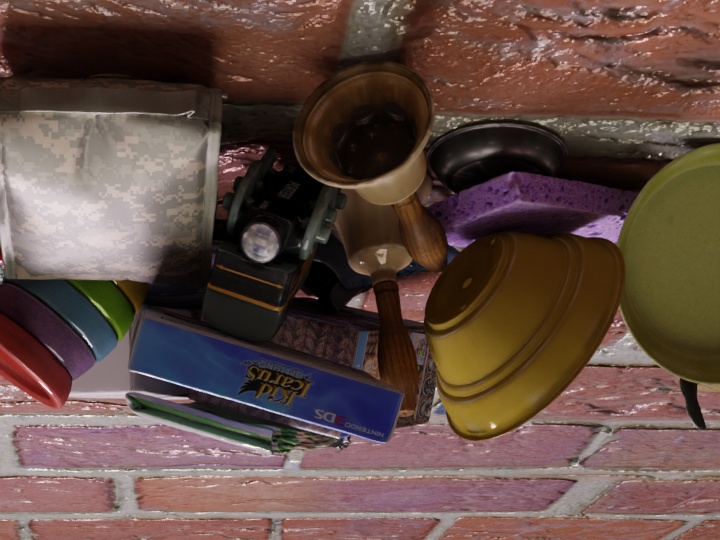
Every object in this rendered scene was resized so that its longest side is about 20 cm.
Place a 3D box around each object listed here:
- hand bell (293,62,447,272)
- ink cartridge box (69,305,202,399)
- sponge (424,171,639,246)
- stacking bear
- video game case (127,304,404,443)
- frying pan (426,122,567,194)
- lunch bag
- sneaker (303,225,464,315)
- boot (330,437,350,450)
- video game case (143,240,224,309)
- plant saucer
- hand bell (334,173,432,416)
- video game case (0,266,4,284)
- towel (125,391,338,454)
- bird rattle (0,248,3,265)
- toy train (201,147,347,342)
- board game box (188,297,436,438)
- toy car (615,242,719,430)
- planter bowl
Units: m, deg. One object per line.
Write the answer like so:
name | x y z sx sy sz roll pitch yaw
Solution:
hand bell | 0.033 -0.055 1.140 0.104 0.105 0.200 -9 147 17
ink cartridge box | -0.203 0.082 1.465 0.146 0.085 0.200 -5 173 37
sponge | 0.152 -0.043 1.268 0.199 0.030 0.111 5 160 -45
stacking bear | -0.221 0.001 1.220 0.114 0.200 0.121 37 160 3
video game case | -0.079 0.078 1.171 0.199 0.046 0.181 17 179 -8
frying pan | 0.126 -0.072 1.266 0.114 0.031 0.190 -9 154 21
lunch bag | -0.183 -0.079 1.099 0.163 0.118 0.200 2 153 -8
sneaker | 0.000 0.000 1.352 0.199 0.085 0.075 5 157 -16
boot | -0.071 0.155 1.736 0.199 0.077 0.168 -5 155 -9
video game case | -0.164 0.004 1.387 0.199 0.019 0.143 4 158 -31
plant saucer | 0.297 -0.007 1.253 0.199 0.201 0.031 5 -173 -15
hand bell | 0.021 0.023 1.246 0.104 0.201 0.104 -6 157 -3
video game case | -0.259 -0.021 1.369 0.181 0.023 0.200 8 157 -23
towel | -0.115 0.137 1.379 0.152 0.024 0.200 13 178 16
bird rattle | -0.371 -0.011 1.265 0.162 0.113 0.200 26 150 4
toy train | -0.068 -0.022 1.172 0.085 0.114 0.200 19 -163 1
board game box | -0.036 0.085 1.409 0.159 0.097 0.200 12 -176 26
toy car | 0.320 0.047 1.334 0.164 0.201 0.158 10 155 -27
planter bowl | 0.110 0.030 1.214 0.083 0.201 0.200 39 142 -19
